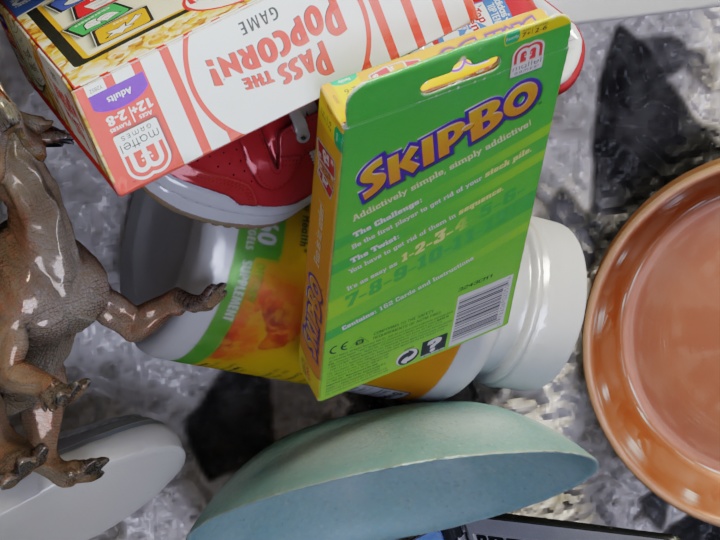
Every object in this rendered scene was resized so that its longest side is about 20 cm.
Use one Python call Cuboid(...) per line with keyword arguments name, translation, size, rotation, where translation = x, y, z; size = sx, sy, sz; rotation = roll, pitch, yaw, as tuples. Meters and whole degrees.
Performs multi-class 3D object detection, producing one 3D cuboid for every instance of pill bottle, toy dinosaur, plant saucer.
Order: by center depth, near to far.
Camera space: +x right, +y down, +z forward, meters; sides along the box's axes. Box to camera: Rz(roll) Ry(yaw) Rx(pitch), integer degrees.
Cuboid(name="toy dinosaur", translation=(-0.150, 0.013, 0.887), size=(0.086, 0.136, 0.201), rotation=(-17, 147, -55))
Cuboid(name="pill bottle", translation=(0.000, 0.000, 0.970), size=(0.199, 0.111, 0.112), rotation=(11, 108, -26))
Cuboid(name="plant saucer", translation=(0.012, 0.095, 1.006), size=(0.199, 0.201, 0.039), rotation=(-5, 72, -20))
Cuboid(name="plant saucer", translation=(0.213, 0.036, 1.080), size=(0.198, 0.032, 0.202), rotation=(1, 105, 5))

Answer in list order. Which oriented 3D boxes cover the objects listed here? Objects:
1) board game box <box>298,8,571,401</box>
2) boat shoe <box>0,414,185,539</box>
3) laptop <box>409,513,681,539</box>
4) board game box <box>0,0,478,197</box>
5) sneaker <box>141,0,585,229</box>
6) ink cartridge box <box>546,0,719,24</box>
Cuboid(name="board game box", translation=(0.026, -0.026, 0.834), size=(0.095, 0.030, 0.201), rotation=(-21, 151, -19))
Cuboid(name="boat shoe", translation=(-0.181, 0.102, 0.969), size=(0.199, 0.069, 0.072), rotation=(-25, 154, -2))
Cuboid(name="laptop", translation=(0.074, 0.234, 1.102), size=(0.116, 0.199, 0.188), rotation=(-50, 132, -43))
Cuboid(name="board game box", translation=(-0.059, -0.106, 0.846), size=(0.151, 0.200, 0.047), rotation=(-27, 113, -8))
Cuboid(name="sneaker", translation=(0.004, -0.077, 0.871), size=(0.199, 0.072, 0.112), rotation=(-9, 156, -38))
Cuboid(name="ink cartridge box", translation=(0.118, -0.216, 0.938), size=(0.145, 0.084, 0.202), rotation=(-9, 115, -17))
